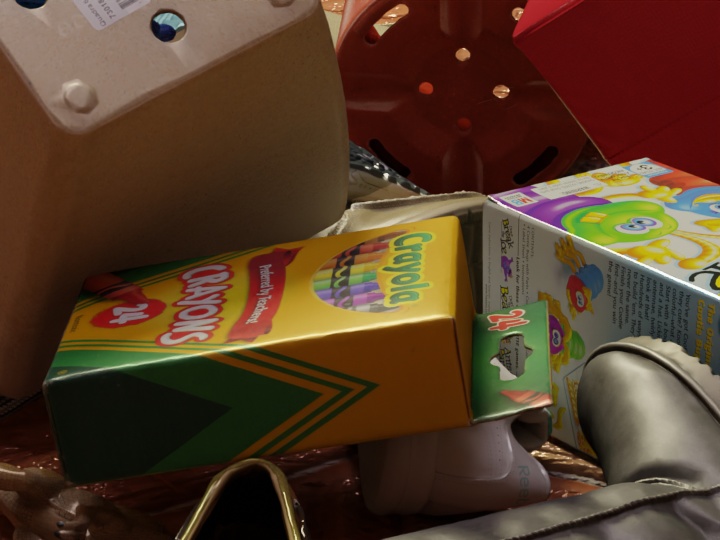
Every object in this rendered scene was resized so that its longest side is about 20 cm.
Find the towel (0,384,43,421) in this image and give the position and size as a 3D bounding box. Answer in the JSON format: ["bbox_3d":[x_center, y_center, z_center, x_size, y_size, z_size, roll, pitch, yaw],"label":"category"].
[{"bbox_3d":[-0.211,-0.017,1.304,0.193,0.035,0.200,-31,74,-39],"label":"towel"}]

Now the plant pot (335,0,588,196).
[{"bbox_3d":[0.072,-0.141,1.596,0.201,0.201,0.195,2,29,9],"label":"plant pot"}]

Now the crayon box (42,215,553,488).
[{"bbox_3d":[-0.022,0.029,1.145,0.200,0.051,0.127,-9,19,5],"label":"crayon box"}]

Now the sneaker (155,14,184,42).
[{"bbox_3d":[-0.138,-0.101,1.653,0.200,0.081,0.077,-26,27,-9],"label":"sneaker"}]

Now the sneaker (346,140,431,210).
[{"bbox_3d":[-0.035,-0.029,1.444,0.078,0.086,0.200,33,12,26],"label":"sneaker"}]

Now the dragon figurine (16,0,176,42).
[{"bbox_3d":[-0.191,-0.120,1.427,0.200,0.059,0.099,10,-8,-36],"label":"dragon figurine"}]

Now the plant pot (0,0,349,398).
[{"bbox_3d":[-0.120,-0.098,1.245,0.200,0.177,0.200,-30,74,-24],"label":"plant pot"}]

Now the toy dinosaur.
[{"bbox_3d":[-0.133,0.102,1.159,0.200,0.058,0.101,20,14,28],"label":"toy dinosaur"}]

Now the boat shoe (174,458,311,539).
[{"bbox_3d":[-0.054,0.135,1.017,0.072,0.068,0.200,0,22,0],"label":"boat shoe"}]

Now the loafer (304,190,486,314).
[{"bbox_3d":[0.000,0.000,1.363,0.200,0.076,0.067,-15,30,-31],"label":"loafer"}]

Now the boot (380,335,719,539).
[{"bbox_3d":[0.072,0.104,1.092,0.200,0.073,0.182,-18,33,-24],"label":"boot"}]

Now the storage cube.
[{"bbox_3d":[0.210,-0.135,1.447,0.180,0.171,0.200,-30,18,30],"label":"storage cube"}]

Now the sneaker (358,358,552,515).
[{"bbox_3d":[0.042,0.056,1.243,0.088,0.075,0.200,8,26,-8],"label":"sneaker"}]

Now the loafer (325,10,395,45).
[{"bbox_3d":[-0.046,-0.145,1.760,0.200,0.068,0.076,-4,21,-7],"label":"loafer"}]

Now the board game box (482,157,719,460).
[{"bbox_3d":[0.155,0.031,1.228,0.103,0.105,0.200,-15,25,-32],"label":"board game box"}]
